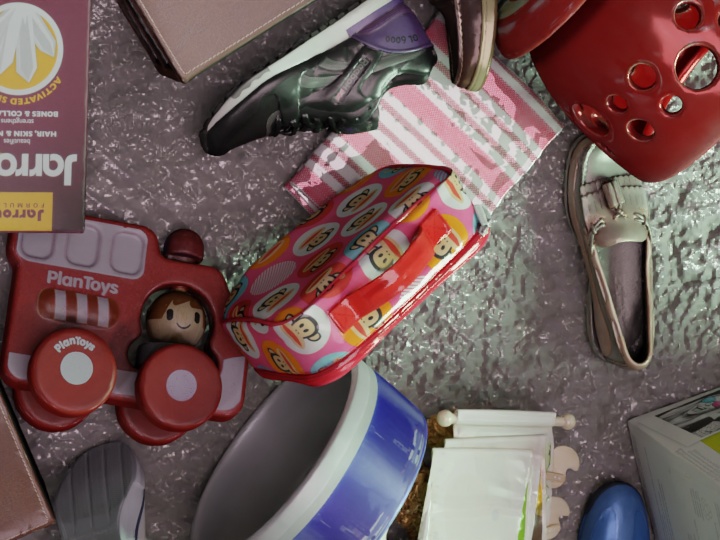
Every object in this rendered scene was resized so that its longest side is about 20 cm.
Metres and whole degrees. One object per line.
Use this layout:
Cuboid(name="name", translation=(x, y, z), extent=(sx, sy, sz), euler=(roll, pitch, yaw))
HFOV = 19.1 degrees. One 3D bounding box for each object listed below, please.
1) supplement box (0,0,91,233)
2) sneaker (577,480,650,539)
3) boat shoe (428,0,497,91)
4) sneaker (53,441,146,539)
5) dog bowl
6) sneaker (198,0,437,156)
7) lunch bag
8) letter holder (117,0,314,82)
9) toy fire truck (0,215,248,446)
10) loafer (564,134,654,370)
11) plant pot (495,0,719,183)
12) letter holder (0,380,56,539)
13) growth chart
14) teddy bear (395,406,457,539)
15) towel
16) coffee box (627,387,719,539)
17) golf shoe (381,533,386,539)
Cuboid(name="supplement box", translation=(-0.261, -0.131, 1.586), extent=(0.110, 0.086, 0.202), euler=(-1, 99, -19))
Cuboid(name="sneaker", translation=(0.220, 0.284, 1.835), extent=(0.065, 0.078, 0.202), euler=(6, 97, -15))
Cuboid(name="boat shoe", translation=(0.065, -0.240, 1.689), extent=(0.071, 0.072, 0.202), euler=(-3, 89, -9))
Cuboid(name="sneaker", translation=(-0.195, 0.214, 1.652), extent=(0.073, 0.201, 0.071), euler=(-14, 124, 6))
Cuboid(name="dog bowl", translation=(-0.041, 0.164, 1.672), extent=(0.079, 0.200, 0.200), euler=(39, 88, -18))
Cuboid(name="sneaker", translation=(-0.029, -0.135, 1.674), extent=(0.199, 0.076, 0.088), euler=(-35, 88, -7))
Cuboid(name="lunch bag", translation=(0.000, 0.000, 1.624), extent=(0.200, 0.176, 0.082), euler=(-42, 107, -19))
Cuboid(name="letter holder", translation=(-0.096, -0.257, 1.625), extent=(0.199, 0.101, 0.143), euler=(-33, 105, -8))
Cuboid(name="toy fire truck", translation=(-0.182, 0.042, 1.667), extent=(0.199, 0.112, 0.169), euler=(9, 76, -15))
Cuboid(name="loafer", translation=(0.217, -0.015, 1.784), extent=(0.071, 0.063, 0.201), euler=(-12, 103, -13))
Cuboid(name="plant pot", translation=(0.220, -0.201, 1.684), extent=(0.182, 0.200, 0.201), euler=(39, 88, -13))
Cuboid(name="letter holder", translation=(-0.338, 0.119, 1.634), extent=(0.141, 0.101, 0.201), euler=(-23, 105, -9))
Cuboid(name="growth chart", translation=(0.103, 0.206, 1.748), extent=(0.144, 0.018, 0.201), euler=(12, 93, -25))
Cuboid(name="teddy bear", translation=(0.074, 0.213, 1.785), extent=(0.144, 0.067, 0.202), euler=(-3, 100, -13))
Cuboid(name="towel", translation=(0.052, -0.094, 1.744), extent=(0.146, 0.030, 0.200), euler=(43, 86, -16))
Cuboid(name="coffee box", translation=(0.370, 0.210, 1.797), extent=(0.197, 0.200, 0.201), euler=(-18, 105, -12))
Cuboid(name="golf shoe", translation=(-0.005, 0.238, 1.750), extent=(0.092, 0.073, 0.201), euler=(28, 107, -7))
